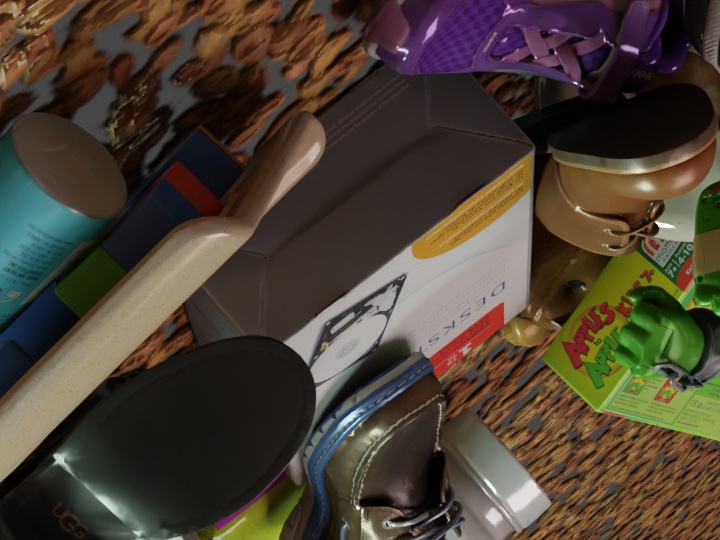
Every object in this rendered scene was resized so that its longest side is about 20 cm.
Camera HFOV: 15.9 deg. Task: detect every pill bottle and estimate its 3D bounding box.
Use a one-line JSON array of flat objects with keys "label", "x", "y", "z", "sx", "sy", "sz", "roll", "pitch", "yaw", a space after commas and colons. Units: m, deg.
[{"label": "pill bottle", "x": 0.019, "y": 0.181, "z": 1.620, "sx": 0.200, "sy": 0.111, "sz": 0.111, "roll": -41, "pitch": 163, "yaw": -3}]

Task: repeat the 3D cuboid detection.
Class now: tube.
[{"label": "tube", "x": -0.165, "y": 0.024, "z": 0.974, "sx": 0.200, "sy": 0.050, "sz": 0.077, "roll": -46, "pitch": 159, "yaw": 28}]

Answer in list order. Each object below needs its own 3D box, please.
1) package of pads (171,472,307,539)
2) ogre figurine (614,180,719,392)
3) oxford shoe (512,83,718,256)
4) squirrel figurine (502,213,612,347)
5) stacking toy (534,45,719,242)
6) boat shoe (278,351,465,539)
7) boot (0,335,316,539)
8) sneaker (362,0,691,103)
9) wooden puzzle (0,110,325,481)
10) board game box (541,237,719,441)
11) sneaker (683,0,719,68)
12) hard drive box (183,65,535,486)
[{"label": "package of pads", "x": -0.041, "y": 0.117, "z": 1.412, "sx": 0.154, "sy": 0.068, "sz": 0.200, "roll": -38, "pitch": 162, "yaw": -14}, {"label": "ogre figurine", "x": 0.201, "y": -0.025, "z": 1.150, "sx": 0.120, "sy": 0.098, "sz": 0.200, "roll": 34, "pitch": 71, "yaw": -53}, {"label": "oxford shoe", "x": 0.117, "y": -0.041, "z": 1.137, "sx": 0.071, "sy": 0.071, "sz": 0.200, "roll": -20, "pitch": -174, "yaw": -8}, {"label": "squirrel figurine", "x": 0.149, "y": -0.034, "z": 1.397, "sx": 0.200, "sy": 0.142, "sz": 0.187, "roll": -53, "pitch": 150, "yaw": 6}, {"label": "stacking toy", "x": 0.182, "y": -0.110, "z": 1.293, "sx": 0.146, "sy": 0.146, "sz": 0.200, "roll": -52, "pitch": 175, "yaw": 29}, {"label": "boat shoe", "x": 0.016, "y": 0.109, "z": 1.254, "sx": 0.072, "sy": 0.072, "sz": 0.200, "roll": -33, "pitch": 161, "yaw": -24}, {"label": "boot", "x": -0.104, "y": 0.074, "z": 1.111, "sx": 0.200, "sy": 0.069, "sz": 0.174, "roll": -35, "pitch": -169, "yaw": 9}, {"label": "sneaker", "x": 0.084, "y": -0.110, "z": 1.107, "sx": 0.200, "sy": 0.088, "sz": 0.081, "roll": -18, "pitch": 152, "yaw": -50}, {"label": "wooden puzzle", "x": -0.103, "y": 0.012, "z": 1.009, "sx": 0.185, "sy": 0.046, "sz": 0.200, "roll": -44, "pitch": -177, "yaw": 17}, {"label": "board game box", "x": 0.190, "y": 0.034, "z": 1.353, "sx": 0.200, "sy": 0.048, "sz": 0.102, "roll": 16, "pitch": 112, "yaw": -52}, {"label": "sneaker", "x": 0.190, "y": -0.189, "z": 1.133, "sx": 0.115, "sy": 0.075, "sz": 0.200, "roll": -32, "pitch": 139, "yaw": -70}, {"label": "hard drive box", "x": 0.000, "y": 0.000, "z": 1.208, "sx": 0.156, "sy": 0.077, "sz": 0.200, "roll": -38, "pitch": 162, "yaw": -10}]
